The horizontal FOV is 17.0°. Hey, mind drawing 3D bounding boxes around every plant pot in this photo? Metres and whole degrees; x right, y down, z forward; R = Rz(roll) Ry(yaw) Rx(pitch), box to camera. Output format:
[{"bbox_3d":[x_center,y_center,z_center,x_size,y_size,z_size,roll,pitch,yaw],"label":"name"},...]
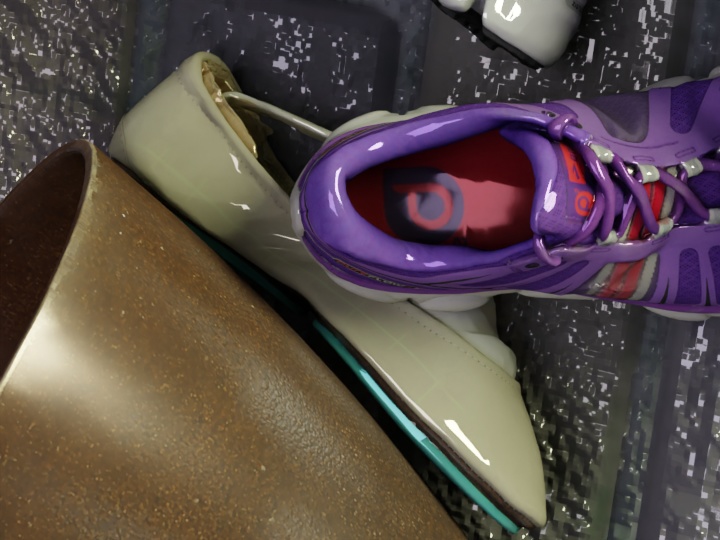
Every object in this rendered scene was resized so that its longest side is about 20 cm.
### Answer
[{"bbox_3d":[-0.055,0.092,0.754,0.200,0.187,0.187,34,113,-17],"label":"plant pot"}]

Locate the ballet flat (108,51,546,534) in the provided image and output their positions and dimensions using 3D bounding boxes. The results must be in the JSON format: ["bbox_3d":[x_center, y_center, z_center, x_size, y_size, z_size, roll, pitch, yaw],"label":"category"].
[{"bbox_3d":[0.000,0.000,0.789,0.200,0.069,0.070,41,112,17],"label":"ballet flat"}]

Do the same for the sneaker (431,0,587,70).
[{"bbox_3d":[0.004,-0.150,0.767,0.200,0.075,0.081,39,97,14],"label":"sneaker"}]

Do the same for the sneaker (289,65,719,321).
[{"bbox_3d":[0.078,-0.019,0.714,0.199,0.083,0.081,-7,90,3],"label":"sneaker"}]
